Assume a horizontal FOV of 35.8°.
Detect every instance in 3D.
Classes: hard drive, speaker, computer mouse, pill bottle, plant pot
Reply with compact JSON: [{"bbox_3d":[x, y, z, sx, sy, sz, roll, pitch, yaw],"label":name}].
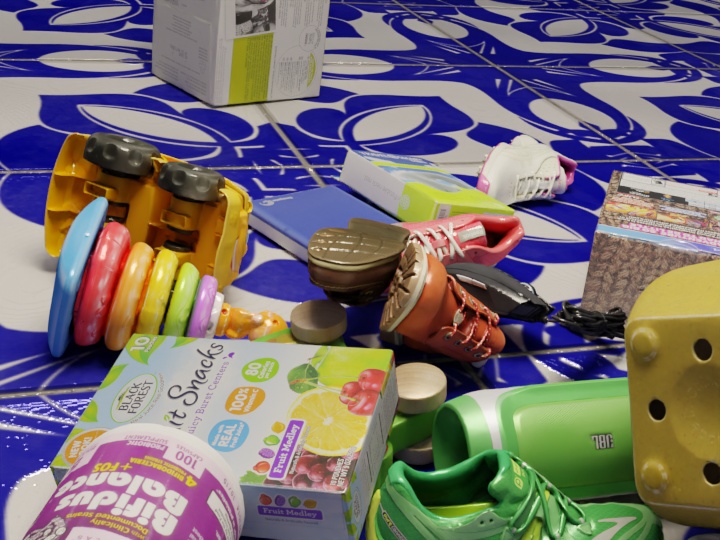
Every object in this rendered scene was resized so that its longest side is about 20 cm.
[{"bbox_3d":[-0.018,-0.038,1.199,0.132,0.025,0.200,-14,32,-37],"label":"hard drive"},{"bbox_3d":[0.157,0.125,0.816,0.199,0.089,0.088,-3,26,-18],"label":"speaker"},{"bbox_3d":[0.153,0.026,1.045,0.199,0.046,0.140,9,-3,40],"label":"computer mouse"},{"bbox_3d":[-0.137,0.177,0.599,0.112,0.113,0.200,8,24,5],"label":"pill bottle"},{"bbox_3d":[0.276,0.080,0.703,0.199,0.195,0.195,-2,-3,-39],"label":"plant pot"}]

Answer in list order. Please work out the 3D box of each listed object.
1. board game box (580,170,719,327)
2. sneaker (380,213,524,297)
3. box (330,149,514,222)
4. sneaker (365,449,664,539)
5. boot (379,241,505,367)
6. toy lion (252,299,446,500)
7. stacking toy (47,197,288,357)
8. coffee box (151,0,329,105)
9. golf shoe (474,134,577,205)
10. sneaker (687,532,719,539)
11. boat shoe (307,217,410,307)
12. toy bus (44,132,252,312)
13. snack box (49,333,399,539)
[{"bbox_3d":[0.320,-0.015,1.143,0.159,0.097,0.200,12,25,14],"label":"board game box"},{"bbox_3d":[0.079,-0.028,1.100,0.200,0.074,0.087,-13,-10,-36],"label":"sneaker"},{"bbox_3d":[0.068,-0.090,1.284,0.122,0.048,0.200,3,22,-37],"label":"box"},{"bbox_3d":[0.104,0.163,0.722,0.199,0.084,0.074,4,24,-6],"label":"sneaker"},{"bbox_3d":[0.073,0.035,0.928,0.107,0.075,0.200,21,-8,8],"label":"boot"},{"bbox_3d":[-0.044,0.112,0.837,0.191,0.069,0.200,-21,35,-32],"label":"toy lion"},{"bbox_3d":[-0.157,0.030,0.949,0.199,0.110,0.116,16,45,-8],"label":"stacking toy"},{"bbox_3d":[-0.182,-0.378,1.688,0.197,0.201,0.199,-12,31,-36],"label":"coffee box"},{"bbox_3d":[0.204,-0.117,1.370,0.091,0.076,0.200,21,29,22],"label":"golf shoe"},{"bbox_3d":[0.289,0.217,0.680,0.199,0.071,0.080,2,29,9],"label":"sneaker"},{"bbox_3d":[0.000,0.000,0.954,0.072,0.068,0.200,14,10,10],"label":"boat shoe"},{"bbox_3d":[-0.174,-0.048,1.087,0.199,0.136,0.192,21,12,25],"label":"toy bus"},{"bbox_3d":[-0.085,0.109,0.754,0.199,0.053,0.142,2,34,15],"label":"snack box"}]
